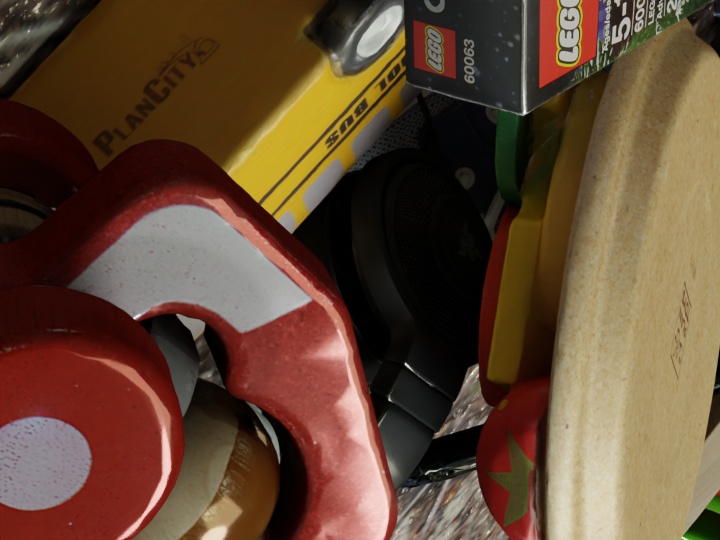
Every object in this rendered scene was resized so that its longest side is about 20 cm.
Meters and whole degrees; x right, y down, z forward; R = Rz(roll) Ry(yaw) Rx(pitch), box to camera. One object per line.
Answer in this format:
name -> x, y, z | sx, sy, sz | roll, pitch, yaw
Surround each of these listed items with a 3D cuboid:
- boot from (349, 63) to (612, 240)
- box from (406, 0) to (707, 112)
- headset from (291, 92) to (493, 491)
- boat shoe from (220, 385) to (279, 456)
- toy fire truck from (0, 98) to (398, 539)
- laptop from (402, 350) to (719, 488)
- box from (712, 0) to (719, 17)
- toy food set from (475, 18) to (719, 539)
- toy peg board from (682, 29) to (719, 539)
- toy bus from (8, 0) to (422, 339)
boot -> 0.045, -0.030, 0.899 | 0.200, 0.090, 0.073 | -39, 157, -28
box -> 0.064, -0.156, 0.675 | 0.137, 0.038, 0.200 | -33, 131, -45
headset -> 0.000, 0.000, 0.806 | 0.094, 0.123, 0.200 | 37, 73, -41
boat shoe -> -0.073, 0.130, 0.882 | 0.062, 0.072, 0.200 | 29, 61, -53
toy fire truck -> -0.079, 0.068, 0.645 | 0.200, 0.112, 0.168 | -40, 124, 9
laptop -> 0.064, 0.011, 1.004 | 0.200, 0.103, 0.177 | -15, 177, -22
box -> 0.170, -0.146, 0.937 | 0.200, 0.038, 0.137 | 2, 89, -65
toy food set -> 0.073, 0.014, 0.801 | 0.200, 0.049, 0.198 | 23, 75, -74
toy peg board -> 0.161, 0.020, 1.046 | 0.199, 0.098, 0.200 | -56, -160, 31
toy bus -> -0.040, -0.046, 0.733 | 0.200, 0.065, 0.078 | -48, 161, -8
